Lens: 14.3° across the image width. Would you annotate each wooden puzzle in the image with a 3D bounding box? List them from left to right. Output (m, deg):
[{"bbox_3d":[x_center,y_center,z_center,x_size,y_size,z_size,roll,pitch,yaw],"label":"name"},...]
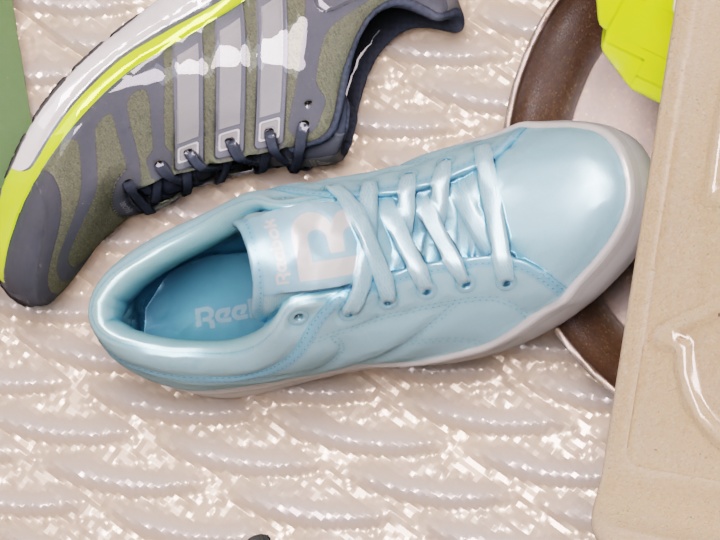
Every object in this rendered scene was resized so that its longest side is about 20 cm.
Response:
[{"bbox_3d":[0.170,-0.002,0.832,0.184,0.046,0.201,9,84,28],"label":"wooden puzzle"}]

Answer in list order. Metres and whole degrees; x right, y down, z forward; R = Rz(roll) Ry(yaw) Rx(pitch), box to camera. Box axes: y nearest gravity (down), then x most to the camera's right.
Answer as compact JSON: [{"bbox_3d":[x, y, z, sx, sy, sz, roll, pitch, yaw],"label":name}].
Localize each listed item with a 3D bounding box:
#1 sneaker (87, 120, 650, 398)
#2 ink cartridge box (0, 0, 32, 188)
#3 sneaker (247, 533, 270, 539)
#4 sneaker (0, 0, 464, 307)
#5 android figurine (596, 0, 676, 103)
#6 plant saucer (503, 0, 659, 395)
[{"bbox_3d":[0.000,0.000,0.957,0.199,0.082,0.074,-21,78,20],"label":"sneaker"},{"bbox_3d":[-0.157,-0.120,0.975,0.048,0.145,0.202,-12,89,37],"label":"ink cartridge box"},{"bbox_3d":[0.036,0.157,0.956,0.086,0.080,0.200,-44,88,-4],"label":"sneaker"},{"bbox_3d":[-0.048,-0.057,1.002,0.200,0.074,0.081,-45,79,3],"label":"sneaker"},{"bbox_3d":[0.157,-0.090,0.908,0.199,0.041,0.183,26,119,-7],"label":"android figurine"},{"bbox_3d":[0.148,-0.036,0.982,0.199,0.032,0.202,-2,81,11],"label":"plant saucer"}]
